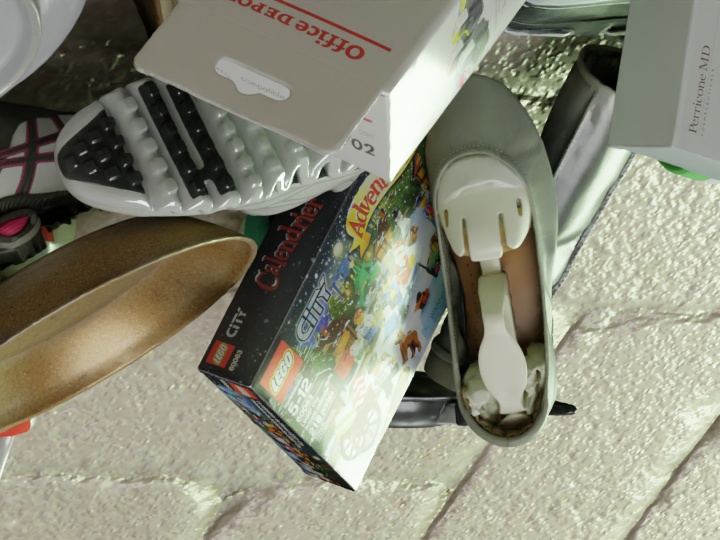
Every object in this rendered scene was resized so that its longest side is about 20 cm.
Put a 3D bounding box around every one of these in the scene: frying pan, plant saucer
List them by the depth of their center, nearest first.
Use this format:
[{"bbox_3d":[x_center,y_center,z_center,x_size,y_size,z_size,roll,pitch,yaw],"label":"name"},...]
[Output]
[{"bbox_3d":[-0.146,0.024,1.476,0.200,0.036,0.200,-30,169,-6],"label":"plant saucer"},{"bbox_3d":[0.049,0.076,1.719,0.189,0.031,0.115,7,-173,20],"label":"frying pan"}]

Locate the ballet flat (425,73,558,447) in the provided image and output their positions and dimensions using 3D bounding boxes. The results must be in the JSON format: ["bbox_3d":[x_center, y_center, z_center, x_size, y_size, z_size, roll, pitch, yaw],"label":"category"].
[{"bbox_3d":[0.073,-0.002,1.564,0.067,0.064,0.201,-5,108,9],"label":"ballet flat"}]

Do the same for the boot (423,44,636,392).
[{"bbox_3d":[0.108,-0.035,1.670,0.072,0.182,0.201,21,105,3],"label":"boot"}]

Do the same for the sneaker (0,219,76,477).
[{"bbox_3d":[-0.187,0.035,1.575,0.070,0.094,0.200,-2,139,-28],"label":"sneaker"}]

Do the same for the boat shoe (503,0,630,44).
[{"bbox_3d":[0.139,-0.151,1.540,0.199,0.074,0.068,-13,159,-37],"label":"boat shoe"}]

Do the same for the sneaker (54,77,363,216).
[{"bbox_3d":[-0.064,-0.054,1.457,0.199,0.075,0.081,-9,159,-34],"label":"sneaker"}]

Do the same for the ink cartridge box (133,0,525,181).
[{"bbox_3d":[-0.005,-0.122,1.380,0.200,0.115,0.068,-53,157,-29],"label":"ink cartridge box"}]

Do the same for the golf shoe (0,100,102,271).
[{"bbox_3d":[-0.165,-0.057,1.464,0.077,0.088,0.200,-24,-171,42],"label":"golf shoe"}]

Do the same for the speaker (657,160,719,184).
[{"bbox_3d":[0.262,-0.094,1.675,0.199,0.089,0.089,-3,139,-26],"label":"speaker"}]

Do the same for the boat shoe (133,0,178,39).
[{"bbox_3d":[-0.076,-0.134,1.453,0.064,0.071,0.200,-26,154,-5],"label":"boat shoe"}]

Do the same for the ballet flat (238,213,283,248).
[{"bbox_3d":[-0.030,-0.002,1.641,0.070,0.068,0.200,4,157,30],"label":"ballet flat"}]

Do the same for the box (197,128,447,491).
[{"bbox_3d":[0.000,0.000,1.584,0.201,0.038,0.137,-63,147,-15],"label":"box"}]

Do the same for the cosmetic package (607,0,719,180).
[{"bbox_3d":[0.207,-0.144,1.504,0.150,0.201,0.052,13,174,-38],"label":"cosmetic package"}]

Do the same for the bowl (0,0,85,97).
[{"bbox_3d":[-0.203,-0.133,1.360,0.200,0.091,0.202,-15,142,-12],"label":"bowl"}]
